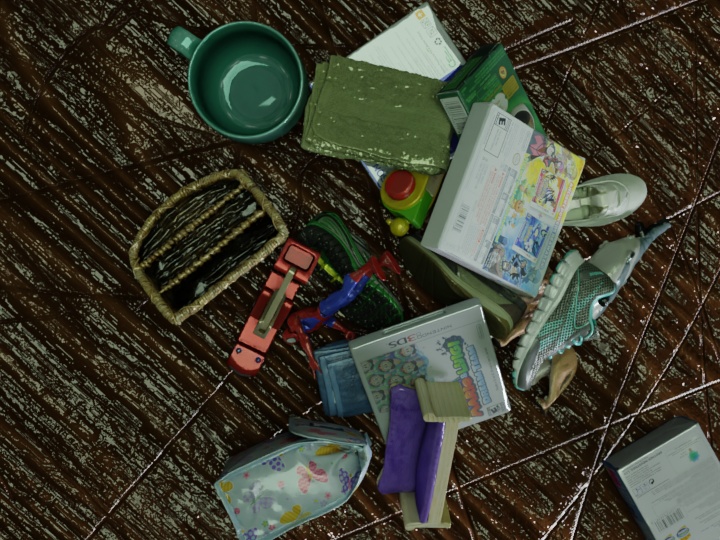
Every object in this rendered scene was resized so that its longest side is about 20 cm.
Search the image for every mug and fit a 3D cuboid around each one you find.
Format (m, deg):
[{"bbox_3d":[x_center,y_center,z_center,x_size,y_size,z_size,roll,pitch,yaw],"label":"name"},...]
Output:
[{"bbox_3d":[-0.152,-0.258,1.566,0.152,0.114,0.185,-25,88,3],"label":"mug"}]

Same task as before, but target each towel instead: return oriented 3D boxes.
[{"bbox_3d":[0.027,-0.203,1.554,0.200,0.036,0.149,11,67,1],"label":"towel"},{"bbox_3d":[0.040,0.138,1.623,0.200,0.049,0.112,-12,111,-4],"label":"towel"}]

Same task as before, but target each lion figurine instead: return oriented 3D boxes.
[{"bbox_3d":[0.252,0.095,1.645,0.122,0.072,0.200,-36,109,-11],"label":"lion figurine"}]

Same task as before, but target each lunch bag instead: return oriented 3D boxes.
[{"bbox_3d":[-0.081,0.265,1.569,0.200,0.170,0.127,-23,91,0],"label":"lunch bag"}]

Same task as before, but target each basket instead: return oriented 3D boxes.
[{"bbox_3d":[-0.208,-0.043,1.557,0.200,0.149,0.143,-37,95,-1],"label":"basket"}]

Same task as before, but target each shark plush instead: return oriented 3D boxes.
[{"bbox_3d":[0.353,-0.005,1.649,0.200,0.091,0.083,-53,140,-21],"label":"shark plush"}]

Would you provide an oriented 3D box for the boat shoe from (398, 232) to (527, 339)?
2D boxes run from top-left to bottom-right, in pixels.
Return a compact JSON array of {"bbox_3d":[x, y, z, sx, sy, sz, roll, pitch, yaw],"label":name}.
[{"bbox_3d":[0.140,0.012,1.610,0.066,0.072,0.201,-37,63,-27],"label":"boat shoe"}]

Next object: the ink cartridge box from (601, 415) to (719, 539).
[{"bbox_3d":[0.452,0.326,1.658,0.136,0.076,0.200,-30,93,-2],"label":"ink cartridge box"}]

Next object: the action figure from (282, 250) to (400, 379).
[{"bbox_3d":[-0.023,0.066,1.554,0.200,0.065,0.099,-33,82,33],"label":"action figure"}]

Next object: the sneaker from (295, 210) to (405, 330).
[{"bbox_3d":[0.000,0.000,1.610,0.078,0.085,0.200,-21,115,38],"label":"sneaker"}]

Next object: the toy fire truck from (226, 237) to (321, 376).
[{"bbox_3d":[-0.119,0.054,1.570,0.049,0.141,0.200,27,91,-5],"label":"toy fire truck"}]

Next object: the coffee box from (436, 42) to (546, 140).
[{"bbox_3d":[0.186,-0.186,1.575,0.123,0.044,0.200,-50,120,-34],"label":"coffee box"}]

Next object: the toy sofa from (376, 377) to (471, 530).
[{"bbox_3d":[0.082,0.248,1.583,0.097,0.083,0.200,2,120,-9],"label":"toy sofa"}]

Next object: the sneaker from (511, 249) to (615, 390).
[{"bbox_3d":[0.268,0.077,1.554,0.091,0.078,0.200,27,100,11],"label":"sneaker"}]

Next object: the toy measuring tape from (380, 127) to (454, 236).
[{"bbox_3d":[0.075,-0.139,1.586,0.074,0.074,0.200,23,77,-5],"label":"toy measuring tape"}]

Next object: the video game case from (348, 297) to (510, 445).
[{"bbox_3d":[0.097,0.144,1.590,0.182,0.024,0.200,-19,125,0],"label":"video game case"}]

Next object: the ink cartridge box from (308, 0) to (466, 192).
[{"bbox_3d":[0.063,-0.231,1.623,0.200,0.047,0.198,-34,97,0],"label":"ink cartridge box"}]

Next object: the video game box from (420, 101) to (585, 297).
[{"bbox_3d":[0.187,-0.090,1.521,0.182,0.047,0.200,25,82,-31],"label":"video game box"}]

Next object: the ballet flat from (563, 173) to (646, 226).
[{"bbox_3d":[0.308,-0.092,1.636,0.200,0.069,0.070,-9,93,-4],"label":"ballet flat"}]
